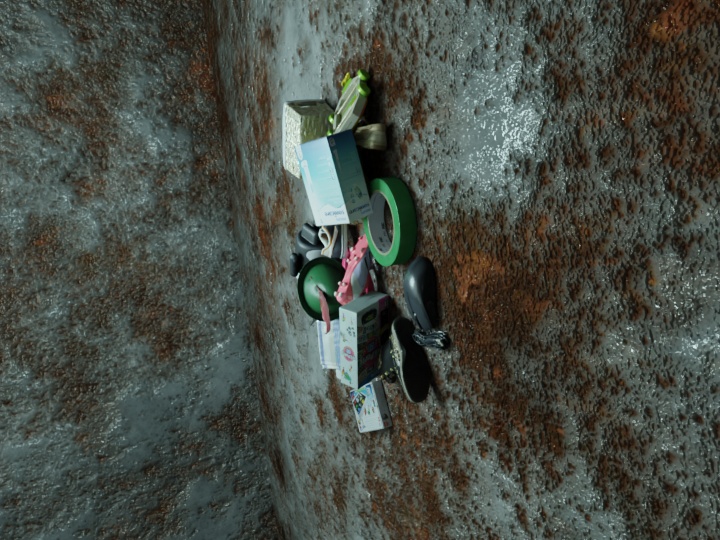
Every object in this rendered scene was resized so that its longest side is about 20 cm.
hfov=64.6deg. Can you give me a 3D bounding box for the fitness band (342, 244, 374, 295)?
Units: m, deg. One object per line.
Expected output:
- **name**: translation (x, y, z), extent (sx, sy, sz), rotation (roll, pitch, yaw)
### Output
- **fitness band**: translation (-0.005, 0.015, 1.590), extent (0.201, 0.036, 0.147), rotation (-123, 30, -48)

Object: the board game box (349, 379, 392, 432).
- **board game box**: translation (0.027, 0.396, 1.650), extent (0.200, 0.034, 0.130), rotation (137, 121, -64)

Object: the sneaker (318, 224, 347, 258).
- **sneaker**: translation (-0.078, -0.134, 1.606), extent (0.079, 0.077, 0.206), rotation (117, 153, -66)

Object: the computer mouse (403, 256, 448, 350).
- **computer mouse**: translation (0.130, 0.074, 1.250), extent (0.138, 0.051, 0.207), rotation (179, 82, -69)

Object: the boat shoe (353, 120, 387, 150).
- **boat shoe**: translation (0.009, -0.330, 1.386), extent (0.199, 0.069, 0.067), rotation (25, 114, 56)

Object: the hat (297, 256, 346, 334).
- **hat**: translation (-0.067, 0.052, 1.497), extent (0.175, 0.161, 0.206), rotation (159, 99, -67)

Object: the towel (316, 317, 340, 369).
- **towel**: translation (-0.031, 0.205, 1.587), extent (0.194, 0.024, 0.152), rotation (-2, 100, 26)

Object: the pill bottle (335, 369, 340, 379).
- **pill bottle**: translation (-0.044, 0.208, 1.666), extent (0.104, 0.101, 0.207), rotation (-161, 64, -65)

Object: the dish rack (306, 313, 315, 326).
- **dish rack**: translation (-0.108, 0.085, 1.732), extent (0.054, 0.154, 0.200), rotation (40, 152, 2)

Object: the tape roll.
- **tape roll**: translation (0.066, -0.115, 1.343), extent (0.200, 0.047, 0.207), rotation (171, 90, -68)

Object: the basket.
- **basket**: translation (-0.145, -0.379, 1.659), extent (0.123, 0.132, 0.205), rotation (46, 139, 48)

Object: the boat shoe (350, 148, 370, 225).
- **boat shoe**: translation (0.000, -0.221, 1.460), extent (0.074, 0.071, 0.207), rotation (-4, 89, 36)

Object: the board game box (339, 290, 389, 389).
- **board game box**: translation (0.013, 0.173, 1.450), extent (0.063, 0.146, 0.206), rotation (13, 113, 35)

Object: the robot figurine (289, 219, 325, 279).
- **robot figurine**: translation (-0.139, -0.049, 1.708), extent (0.126, 0.145, 0.204), rotation (-98, 12, -53)

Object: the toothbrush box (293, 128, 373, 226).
- **toothbrush box**: translation (-0.065, -0.218, 1.366), extent (0.145, 0.084, 0.206), rotation (0, 110, 52)

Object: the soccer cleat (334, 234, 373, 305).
- **soccer cleat**: translation (0.000, 0.000, 1.478), extent (0.066, 0.075, 0.205), rotation (7, 71, 60)

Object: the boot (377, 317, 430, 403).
- **boot**: translation (0.098, 0.235, 1.364), extent (0.152, 0.071, 0.205), rotation (119, 141, -55)

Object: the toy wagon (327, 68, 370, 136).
- **toy wagon**: translation (-0.026, -0.418, 1.406), extent (0.155, 0.039, 0.204), rotation (-48, 29, 38)
